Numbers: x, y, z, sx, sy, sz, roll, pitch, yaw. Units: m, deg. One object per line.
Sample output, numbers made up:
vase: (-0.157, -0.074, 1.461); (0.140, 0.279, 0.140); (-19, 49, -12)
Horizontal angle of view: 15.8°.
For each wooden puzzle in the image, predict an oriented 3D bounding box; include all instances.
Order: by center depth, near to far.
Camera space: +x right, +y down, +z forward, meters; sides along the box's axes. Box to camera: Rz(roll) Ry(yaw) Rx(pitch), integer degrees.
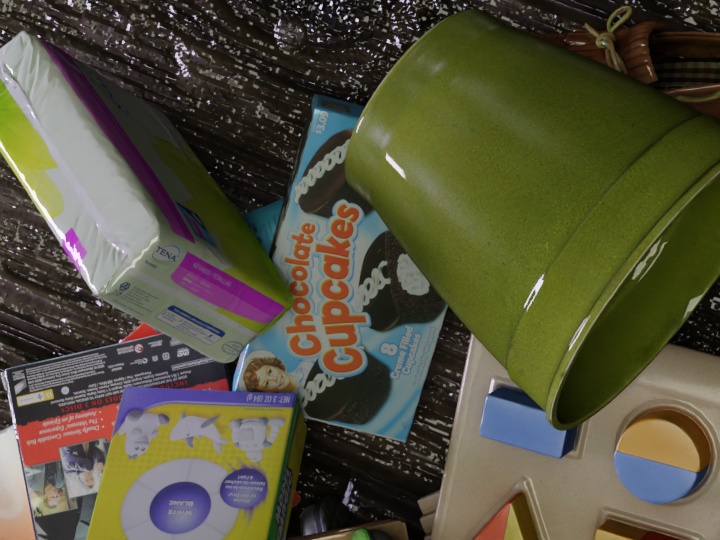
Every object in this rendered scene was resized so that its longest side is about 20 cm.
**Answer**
wooden puzzle: (0.135, 0.135, 1.570); (0.185, 0.046, 0.200); (15, 99, 19)

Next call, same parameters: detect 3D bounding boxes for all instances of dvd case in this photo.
dvd case: (-0.141, 0.145, 1.670); (0.146, 0.022, 0.200); (-13, 79, 3)

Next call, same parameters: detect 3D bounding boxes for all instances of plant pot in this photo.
plant pot: (0.101, -0.046, 1.489); (0.193, 0.200, 0.200); (39, 104, 17)

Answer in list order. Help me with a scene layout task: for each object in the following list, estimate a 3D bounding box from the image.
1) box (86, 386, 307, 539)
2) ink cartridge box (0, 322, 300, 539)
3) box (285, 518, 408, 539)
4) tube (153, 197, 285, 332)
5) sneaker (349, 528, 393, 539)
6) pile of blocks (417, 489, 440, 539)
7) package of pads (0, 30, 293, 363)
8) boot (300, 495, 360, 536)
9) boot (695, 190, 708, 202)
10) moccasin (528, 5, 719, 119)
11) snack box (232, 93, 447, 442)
box: (-0.107, 0.165, 1.580); (0.117, 0.048, 0.200); (1, 54, 11)
ink cartridge box: (-0.164, 0.152, 1.704); (0.200, 0.050, 0.162); (-39, 88, 18)
box: (-0.035, 0.267, 1.617); (0.163, 0.021, 0.200); (-11, 94, -4)
tube: (-0.046, -0.015, 1.658); (0.200, 0.050, 0.078); (-18, 105, 10)
sneaker: (0.064, 0.232, 1.571); (0.200, 0.084, 0.077); (47, 149, 13)
pile of blocks: (0.130, 0.166, 1.629); (0.200, 0.062, 0.082); (2, 98, 13)
package of pads: (-0.139, -0.044, 1.586); (0.068, 0.154, 0.200); (-43, 55, 11)
boot: (-0.043, 0.255, 1.683); (0.131, 0.068, 0.200); (-15, 92, 20)
boot: (0.176, 0.025, 1.591); (0.188, 0.068, 0.200); (-9, 92, 14)
moccasin: (0.171, -0.121, 1.566); (0.201, 0.074, 0.078); (9, 139, 13)
snack box: (0.000, 0.000, 1.623); (0.116, 0.037, 0.200); (14, 108, -7)
